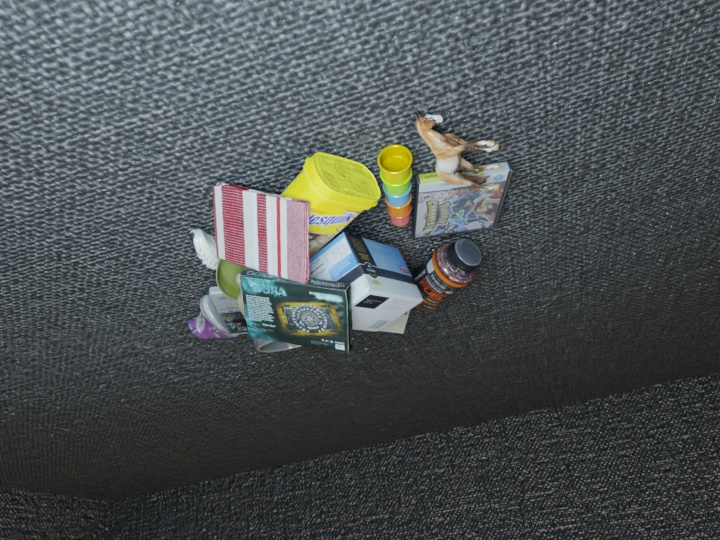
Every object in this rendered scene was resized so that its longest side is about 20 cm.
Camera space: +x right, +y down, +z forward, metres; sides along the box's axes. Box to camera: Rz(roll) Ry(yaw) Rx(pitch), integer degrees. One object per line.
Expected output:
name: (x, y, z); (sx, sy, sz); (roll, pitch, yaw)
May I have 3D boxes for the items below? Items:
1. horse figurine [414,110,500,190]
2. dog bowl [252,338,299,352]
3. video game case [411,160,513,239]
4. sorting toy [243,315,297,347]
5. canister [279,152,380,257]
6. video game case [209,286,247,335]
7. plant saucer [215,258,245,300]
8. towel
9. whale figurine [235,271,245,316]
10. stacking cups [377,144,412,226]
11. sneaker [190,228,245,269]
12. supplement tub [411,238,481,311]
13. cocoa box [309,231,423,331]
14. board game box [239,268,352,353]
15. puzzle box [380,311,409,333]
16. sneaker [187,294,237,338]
horse figurine: (0.169, -0.189, 0.975); (0.132, 0.050, 0.200); (10, 162, 21)
dog bowl: (-0.186, 0.161, 1.486); (0.199, 0.059, 0.200); (-13, 163, -4)
video game case: (0.195, -0.134, 1.145); (0.180, 0.026, 0.200); (-8, 151, -2)
sorting toy: (-0.128, 0.088, 1.283); (0.200, 0.037, 0.185); (-30, 137, 22)
canister: (-0.083, -0.106, 1.021); (0.148, 0.087, 0.200); (4, 146, -45)
video game case: (-0.222, 0.084, 1.310); (0.199, 0.023, 0.182); (-6, 144, 0)
plant saucer: (-0.200, -0.025, 1.148); (0.199, 0.031, 0.200); (-25, 142, -22)
towel: (-0.171, -0.066, 0.986); (0.199, 0.145, 0.023); (15, -155, 27)
whale figurine: (-0.160, 0.033, 1.105); (0.159, 0.104, 0.200); (26, 140, 2)
stacking cups: (0.072, -0.148, 1.057); (0.060, 0.061, 0.200); (-12, 155, 4)
sneaker: (-0.268, -0.034, 1.154); (0.081, 0.075, 0.200); (-31, 149, 4)
supplement tub: (0.190, 0.007, 1.315); (0.107, 0.107, 0.200); (6, 147, -26)
cocoa box: (0.002, 0.027, 1.122); (0.133, 0.132, 0.200); (-36, 154, 25)
board game box: (-0.113, 0.072, 1.023); (0.199, 0.028, 0.136); (8, 121, 14)
puzzle box: (0.033, 0.077, 1.381); (0.199, 0.025, 0.134); (11, 101, -27)
sneaker: (-0.374, 0.122, 1.391); (0.114, 0.073, 0.201); (-7, 151, 4)
